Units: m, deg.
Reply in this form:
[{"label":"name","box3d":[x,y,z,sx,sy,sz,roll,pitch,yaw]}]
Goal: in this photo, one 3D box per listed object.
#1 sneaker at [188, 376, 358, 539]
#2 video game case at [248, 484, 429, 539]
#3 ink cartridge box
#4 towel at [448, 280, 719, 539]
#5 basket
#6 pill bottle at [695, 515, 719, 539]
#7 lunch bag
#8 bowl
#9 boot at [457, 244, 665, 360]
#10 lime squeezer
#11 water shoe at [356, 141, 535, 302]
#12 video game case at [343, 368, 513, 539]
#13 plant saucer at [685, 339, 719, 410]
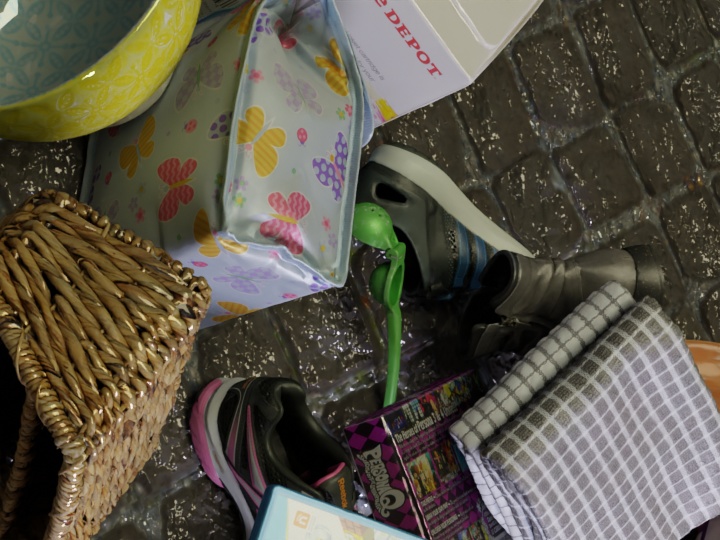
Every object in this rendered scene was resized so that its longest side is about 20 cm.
[{"label":"sneaker","box3d":[-0.035,0.156,1.501,0.080,0.086,0.200,-41,105,-40]},{"label":"video game case","box3d":[0.012,0.232,1.441,0.200,0.018,0.143,22,77,-17]},{"label":"ink cartridge box","box3d":[0.002,-0.191,1.568,0.147,0.200,0.145,53,49,-16]},{"label":"towel","box3d":[0.169,0.129,1.581,0.166,0.086,0.200,-44,130,-15]},{"label":"basket","box3d":[-0.191,0.071,1.307,0.143,0.200,0.149,31,54,5]},{"label":"pill bottle","box3d":[0.288,0.274,1.736,0.111,0.111,0.200,39,54,-26]},{"label":"lunch bag","box3d":[-0.084,-0.076,1.475,0.127,0.170,0.200,23,61,-38]},{"label":"bowl","box3d":[-0.173,-0.150,1.426,0.108,0.200,0.200,51,45,-49]},{"label":"boot","box3d":[0.127,0.053,1.657,0.131,0.200,0.070,-3,44,-17]},{"label":"lime squeezer","box3d":[0.000,0.000,1.592,0.200,0.071,0.038,61,7,-9]},{"label":"water shoe","box3d":[0.063,-0.008,1.670,0.200,0.071,0.079,42,79,-25]},{"label":"video game case","box3d":[0.065,0.169,1.569,0.200,0.036,0.181,-20,91,-69]},{"label":"plant saucer","box3d":[0.284,0.123,1.764,0.200,0.037,0.200,12,30,-7]}]
